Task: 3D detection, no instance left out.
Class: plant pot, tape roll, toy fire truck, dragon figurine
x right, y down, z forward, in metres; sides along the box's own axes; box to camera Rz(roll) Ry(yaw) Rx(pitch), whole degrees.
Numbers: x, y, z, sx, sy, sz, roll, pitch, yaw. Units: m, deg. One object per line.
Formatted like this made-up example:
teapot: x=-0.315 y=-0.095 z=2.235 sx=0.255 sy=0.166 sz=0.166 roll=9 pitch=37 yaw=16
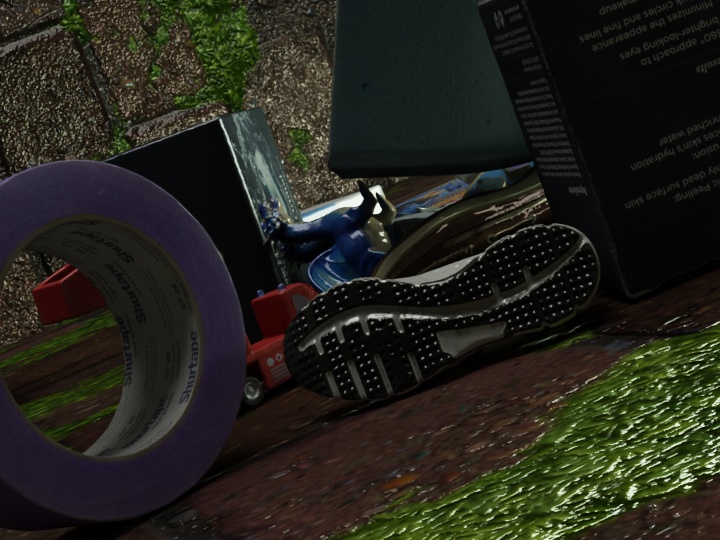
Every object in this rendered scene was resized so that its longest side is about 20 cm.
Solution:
plant pot: x=0.084 y=-0.162 z=1.086 sx=0.198 sy=0.198 sz=0.196 roll=4 pitch=1 yaw=2
tape roll: x=-0.168 y=0.044 z=0.849 sx=0.085 sy=0.201 sz=0.199 roll=-15 pitch=9 yaw=46
toy fire truck: x=-0.115 y=0.034 z=1.050 sx=0.199 sy=0.142 sz=0.049 roll=-26 pitch=7 yaw=-36
dragon figurine: x=0.000 y=0.000 z=1.158 sx=0.099 sy=0.200 sz=0.059 roll=-46 pitch=-31 yaw=10

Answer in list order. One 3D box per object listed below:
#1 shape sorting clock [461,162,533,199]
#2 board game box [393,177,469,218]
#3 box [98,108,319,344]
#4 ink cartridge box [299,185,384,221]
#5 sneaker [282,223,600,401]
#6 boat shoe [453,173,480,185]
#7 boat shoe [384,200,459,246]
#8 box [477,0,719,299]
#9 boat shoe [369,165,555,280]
shape sorting clock: x=0.169 y=-0.062 z=1.124 sx=0.199 sy=0.039 sz=0.201 roll=-13 pitch=35 yaw=9
board game box: x=0.121 y=-0.057 z=1.395 sx=0.199 sy=0.062 sz=0.200 roll=-24 pitch=8 yaw=4
box: x=-0.121 y=-0.029 z=1.316 sx=0.117 sy=0.198 sz=0.200 roll=-19 pitch=6 yaw=9
ink cartridge box: x=-0.070 y=-0.022 z=1.719 sx=0.145 sy=0.084 sz=0.200 roll=-25 pitch=6 yaw=-34
sneaker: x=0.051 y=0.031 z=0.902 sx=0.199 sy=0.074 sz=0.080 roll=-16 pitch=-8 yaw=11
boat shoe: x=0.169 y=-0.081 z=1.261 sx=0.199 sy=0.066 sz=0.074 roll=-3 pitch=-20 yaw=25
boat shoe: x=0.089 y=-0.029 z=1.229 sx=0.201 sy=0.075 sz=0.086 roll=-18 pitch=6 yaw=7
box: x=0.203 y=-0.113 z=0.930 sx=0.196 sy=0.201 sz=0.117 roll=-22 pitch=6 yaw=-7
boat shoe: x=0.099 y=-0.013 z=1.022 sx=0.202 sy=0.075 sz=0.075 roll=-33 pitch=47 yaw=3
